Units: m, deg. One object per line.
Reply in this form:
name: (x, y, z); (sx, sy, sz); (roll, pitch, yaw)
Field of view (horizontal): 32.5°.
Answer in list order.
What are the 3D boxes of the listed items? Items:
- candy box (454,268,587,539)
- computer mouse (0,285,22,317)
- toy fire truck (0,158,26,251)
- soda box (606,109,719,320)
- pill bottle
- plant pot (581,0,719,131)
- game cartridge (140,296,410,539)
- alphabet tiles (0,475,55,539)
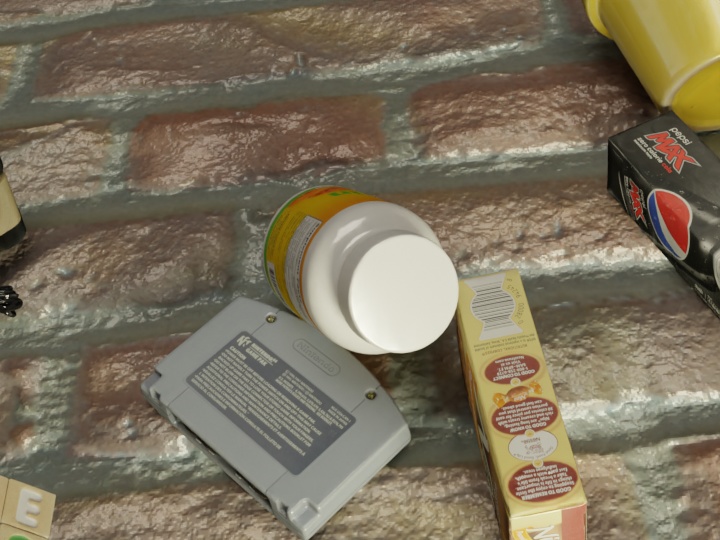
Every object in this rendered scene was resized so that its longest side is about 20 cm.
candy box: (0.110, 0.113, 0.871); (0.055, 0.116, 0.202); (-11, 48, 1)
computer mouse: (-0.392, 0.065, 1.051); (0.109, 0.044, 0.200); (26, 58, 28)
toy fire truck: (-0.426, -0.058, 1.082); (0.175, 0.130, 0.200); (26, 50, 35)
soda box: (0.280, -0.041, 1.010); (0.070, 0.064, 0.201); (-23, 49, -10)
pill bottle: (0.000, 0.000, 0.935); (0.110, 0.112, 0.200); (-26, 16, -13)
plant pot: (0.305, -0.238, 1.104); (0.198, 0.201, 0.191); (-12, 64, -1)
game cartridge: (-0.062, 0.105, 0.964); (0.133, 0.042, 0.199); (-37, 53, -26)
alphabet tiles: (-0.245, 0.177, 0.706); (0.199, 0.008, 0.168); (27, 37, -26)
